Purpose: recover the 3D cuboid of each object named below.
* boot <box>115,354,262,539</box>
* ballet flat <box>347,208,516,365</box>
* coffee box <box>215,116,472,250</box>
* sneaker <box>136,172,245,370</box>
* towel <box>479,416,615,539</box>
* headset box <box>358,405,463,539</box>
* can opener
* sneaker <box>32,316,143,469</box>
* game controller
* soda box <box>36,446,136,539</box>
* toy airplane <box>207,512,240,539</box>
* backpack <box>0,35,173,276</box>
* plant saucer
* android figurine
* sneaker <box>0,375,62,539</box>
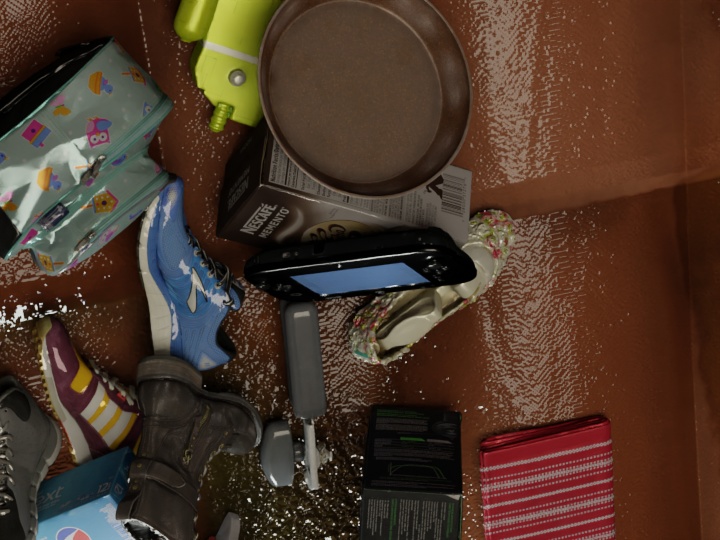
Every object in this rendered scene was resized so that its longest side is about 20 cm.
[{"bbox_3d":[-0.158,0.186,1.592,0.069,0.174,0.200,-11,150,25],"label":"boot"},{"bbox_3d":[0.075,0.024,1.675,0.200,0.064,0.076,-42,114,2],"label":"ballet flat"},{"bbox_3d":[-0.015,-0.060,1.581,0.200,0.113,0.080,15,61,-19],"label":"coffee box"},{"bbox_3d":[-0.150,0.002,1.592,0.089,0.079,0.200,-6,120,2],"label":"sneaker"},{"bbox_3d":[0.193,0.249,1.814,0.145,0.022,0.200,-11,114,-13],"label":"towel"},{"bbox_3d":[0.046,0.242,1.680,0.093,0.200,0.174,4,109,1],"label":"headset box"},{"bbox_3d":[-0.062,0.120,1.679,0.066,0.053,0.200,-5,111,-13],"label":"can opener"},{"bbox_3d":[-0.236,0.117,1.623,0.090,0.075,0.200,-19,123,-5],"label":"sneaker"},{"bbox_3d":[0.000,0.000,1.562,0.200,0.042,0.104,-7,153,24],"label":"game controller"},{"bbox_3d":[-0.278,0.233,1.611,0.200,0.068,0.064,-23,118,24],"label":"soda box"},{"bbox_3d":[-0.117,0.299,1.657,0.200,0.199,0.141,-20,150,-52],"label":"toy airplane"},{"bbox_3d":[-0.244,-0.096,1.478,0.153,0.176,0.200,41,84,-10],"label":"backpack"},{"bbox_3d":[0.000,-0.157,1.524,0.200,0.034,0.200,4,81,-23],"label":"plant saucer"},{"bbox_3d":[-0.075,-0.209,1.560,0.182,0.041,0.200,18,102,-21],"label":"android figurine"},{"bbox_3d":[-0.328,0.172,1.547,0.075,0.200,0.116,-11,128,14],"label":"sneaker"}]
